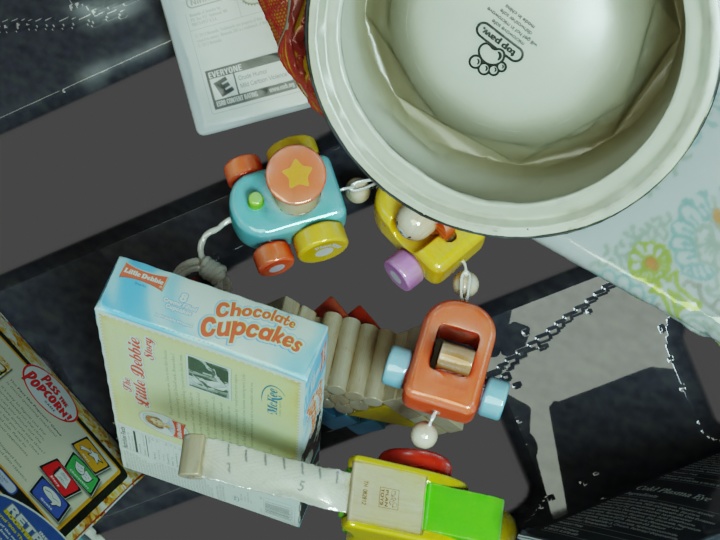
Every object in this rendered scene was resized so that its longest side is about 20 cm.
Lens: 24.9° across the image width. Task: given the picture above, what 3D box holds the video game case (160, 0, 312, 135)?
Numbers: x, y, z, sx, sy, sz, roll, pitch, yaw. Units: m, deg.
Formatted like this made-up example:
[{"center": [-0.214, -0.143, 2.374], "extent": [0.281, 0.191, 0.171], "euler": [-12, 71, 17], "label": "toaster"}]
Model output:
[{"center": [-0.022, -0.188, 0.918], "extent": [0.199, 0.023, 0.183], "euler": [-13, 98, 13], "label": "video game case"}]

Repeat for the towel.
[{"center": [0.168, -0.070, 0.864], "extent": [0.200, 0.048, 0.172], "euler": [30, 91, 16], "label": "towel"}]

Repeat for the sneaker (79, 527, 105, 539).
[{"center": [-0.171, 0.217, 0.989], "extent": [0.200, 0.080, 0.078], "euler": [44, 105, 1], "label": "sneaker"}]

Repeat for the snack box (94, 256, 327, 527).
[{"center": [-0.080, 0.073, 0.900], "extent": [0.116, 0.200, 0.037], "euler": [18, 61, 7], "label": "snack box"}]

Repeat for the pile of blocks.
[{"center": [-0.034, 0.048, 0.952], "extent": [0.199, 0.082, 0.062], "euler": [14, 60, -1], "label": "pile of blocks"}]

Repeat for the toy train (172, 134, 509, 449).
[{"center": [0.000, 0.000, 0.893], "extent": [0.199, 0.056, 0.151], "euler": [21, 68, 5], "label": "toy train"}]

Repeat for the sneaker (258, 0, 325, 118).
[{"center": [-0.033, -0.175, 0.882], "extent": [0.073, 0.077, 0.201], "euler": [-24, 111, -7], "label": "sneaker"}]

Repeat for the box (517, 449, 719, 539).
[{"center": [0.198, 0.209, 0.859], "extent": [0.104, 0.182, 0.201], "euler": [2, 106, 56], "label": "box"}]

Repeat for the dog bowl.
[{"center": [0.077, -0.122, 0.798], "extent": [0.199, 0.074, 0.201], "euler": [4, 112, 10], "label": "dog bowl"}]

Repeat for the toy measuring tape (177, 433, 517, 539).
[{"center": [-0.009, 0.123, 0.869], "extent": [0.199, 0.074, 0.074], "euler": [15, 104, -20], "label": "toy measuring tape"}]

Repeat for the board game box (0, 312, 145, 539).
[{"center": [-0.214, 0.102, 0.914], "extent": [0.046, 0.200, 0.152], "euler": [-42, 90, 15], "label": "board game box"}]

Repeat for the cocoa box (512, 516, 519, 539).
[{"center": [0.048, 0.263, 0.929], "extent": [0.131, 0.133, 0.201], "euler": [-14, 97, 12], "label": "cocoa box"}]
